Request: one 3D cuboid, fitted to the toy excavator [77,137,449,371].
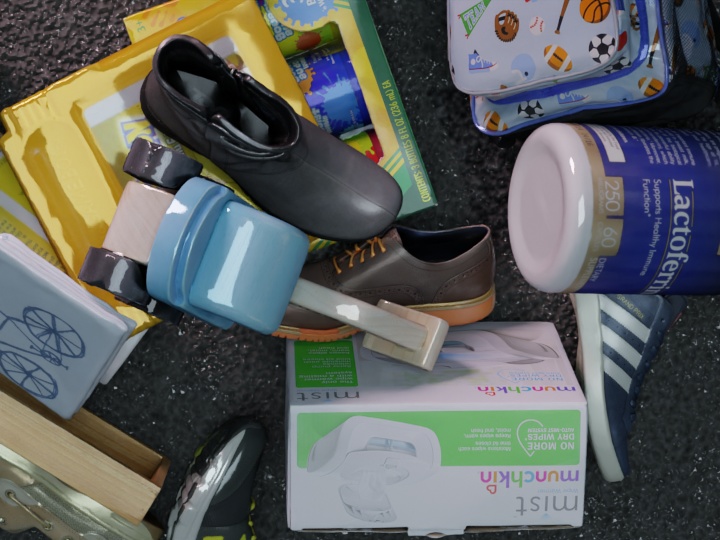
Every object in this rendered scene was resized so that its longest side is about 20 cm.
[{"bbox_3d":[-0.055,0.009,1.319,0.200,0.194,0.100,22,85,18],"label":"toy excavator"}]

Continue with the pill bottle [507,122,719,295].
[{"bbox_3d":[0.212,-0.041,1.394,0.200,0.116,0.116,1,95,-19],"label":"pill bottle"}]

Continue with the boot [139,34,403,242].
[{"bbox_3d":[-0.054,-0.078,1.312,0.200,0.132,0.070,26,84,-11],"label":"boot"}]

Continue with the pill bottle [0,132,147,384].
[{"bbox_3d":[-0.234,-0.012,1.429,0.200,0.112,0.113,38,92,-4],"label":"pill bottle"}]

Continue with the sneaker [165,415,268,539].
[{"bbox_3d":[-0.101,0.201,1.479,0.084,0.074,0.200,21,102,-10],"label":"sneaker"}]

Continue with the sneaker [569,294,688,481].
[{"bbox_3d":[0.198,0.052,1.471,0.084,0.075,0.200,-6,95,1],"label":"sneaker"}]

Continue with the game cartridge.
[{"bbox_3d":[-0.124,-0.069,1.378,0.200,0.032,0.177,-29,96,-12],"label":"game cartridge"}]

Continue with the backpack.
[{"bbox_3d":[0.147,-0.193,1.400,0.200,0.154,0.191,-9,75,32],"label":"backpack"}]

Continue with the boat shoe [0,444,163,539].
[{"bbox_3d":[-0.241,0.161,1.465,0.200,0.072,0.065,32,92,-10],"label":"boat shoe"}]

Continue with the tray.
[{"bbox_3d":[-0.232,0.107,1.445,0.200,0.099,0.037,33,94,-5],"label":"tray"}]

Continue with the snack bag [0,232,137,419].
[{"bbox_3d":[-0.251,0.013,1.343,0.200,0.189,0.021,35,62,-3],"label":"snack bag"}]

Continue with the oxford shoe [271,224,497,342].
[{"bbox_3d":[0.000,0.000,1.446,0.200,0.071,0.073,-7,127,-14],"label":"oxford shoe"}]

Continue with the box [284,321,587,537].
[{"bbox_3d":[0.046,0.107,1.413,0.200,0.177,0.097,0,106,-2],"label":"box"}]

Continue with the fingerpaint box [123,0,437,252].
[{"bbox_3d":[-0.056,-0.112,1.447,0.167,0.073,0.200,-19,95,-1],"label":"fingerpaint box"}]
